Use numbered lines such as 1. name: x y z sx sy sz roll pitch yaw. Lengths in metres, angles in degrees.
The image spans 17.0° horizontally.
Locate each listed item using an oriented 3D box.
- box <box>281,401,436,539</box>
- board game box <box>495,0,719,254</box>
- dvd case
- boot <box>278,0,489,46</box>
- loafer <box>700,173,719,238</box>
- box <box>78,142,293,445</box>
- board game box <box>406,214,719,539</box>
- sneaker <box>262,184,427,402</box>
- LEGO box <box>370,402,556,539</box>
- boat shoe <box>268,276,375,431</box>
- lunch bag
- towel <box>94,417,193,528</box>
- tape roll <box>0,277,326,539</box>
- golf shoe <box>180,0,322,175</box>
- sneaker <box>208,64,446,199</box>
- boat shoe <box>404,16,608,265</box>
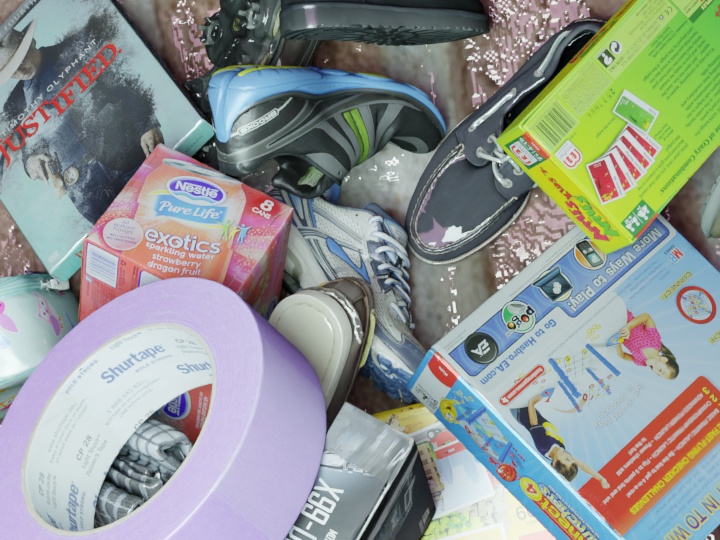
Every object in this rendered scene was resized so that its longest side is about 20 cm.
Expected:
1. box: -0.018 0.177 1.416 0.050 0.200 0.158 28 77 13
2. board game box: 0.189 -0.117 1.512 0.102 0.048 0.200 45 73 -6
3. dvd case: -0.195 -0.105 1.608 0.146 0.022 0.200 -44 51 8
4. boot: 0.013 -0.250 1.553 0.066 0.165 0.201 -8 84 48
5. loafer: 0.291 -0.084 1.511 0.070 0.075 0.200 42 115 4
6. box: -0.114 0.031 1.534 0.102 0.200 0.095 26 53 12
7. board game box: 0.166 0.075 1.496 0.196 0.056 0.200 46 58 10
8. sneaker: 0.000 0.000 1.559 0.085 0.077 0.200 -38 57 -6
9. LEGO box: 0.039 0.163 1.562 0.199 0.077 0.149 -15 84 11
10. boat shoe: -0.046 0.089 1.500 0.072 0.059 0.200 34 122 16
11. lunch bag: -0.275 0.065 1.590 0.200 0.160 0.077 -26 83 10
12. towel: -0.141 0.177 1.519 0.086 0.165 0.200 -38 124 -23
13. tape roll: -0.118 0.104 1.366 0.200 0.066 0.201 -24 43 25
14. golf shoe: -0.077 -0.106 1.601 0.200 0.094 0.078 -57 49 30
15. sneaker: -0.024 -0.088 1.540 0.071 0.199 0.083 10 98 40
16. boat shoe: 0.096 -0.086 1.570 0.073 0.063 0.200 44 96 10
